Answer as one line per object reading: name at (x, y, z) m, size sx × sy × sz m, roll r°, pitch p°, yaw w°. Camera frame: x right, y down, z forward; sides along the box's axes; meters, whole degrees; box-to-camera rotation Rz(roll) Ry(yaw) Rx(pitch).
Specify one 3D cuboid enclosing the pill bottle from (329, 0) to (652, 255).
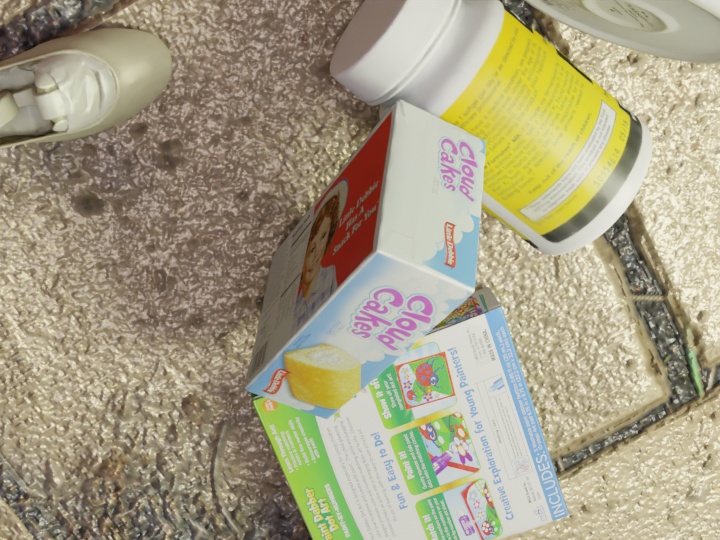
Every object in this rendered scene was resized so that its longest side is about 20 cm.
pill bottle at (0.085, -0.108, 0.782) m, size 0.200 × 0.114 × 0.114 m, roll 35°, pitch 103°, yaw -20°

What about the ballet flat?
ballet flat at (-0.218, -0.106, 0.761) m, size 0.199 × 0.070 × 0.070 m, roll -16°, pitch 113°, yaw -3°

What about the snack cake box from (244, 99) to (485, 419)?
snack cake box at (0.000, 0.000, 0.762) m, size 0.067 × 0.115 × 0.200 m, roll 22°, pitch 144°, yaw -17°

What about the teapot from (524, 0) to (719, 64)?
teapot at (0.189, -0.223, 0.727) m, size 0.197 × 0.200 × 0.147 m, roll 21°, pitch 90°, yaw -1°

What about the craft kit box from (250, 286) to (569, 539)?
craft kit box at (0.040, 0.137, 0.914) m, size 0.197 × 0.049 × 0.201 m, roll -21°, pitch 113°, yaw -3°
